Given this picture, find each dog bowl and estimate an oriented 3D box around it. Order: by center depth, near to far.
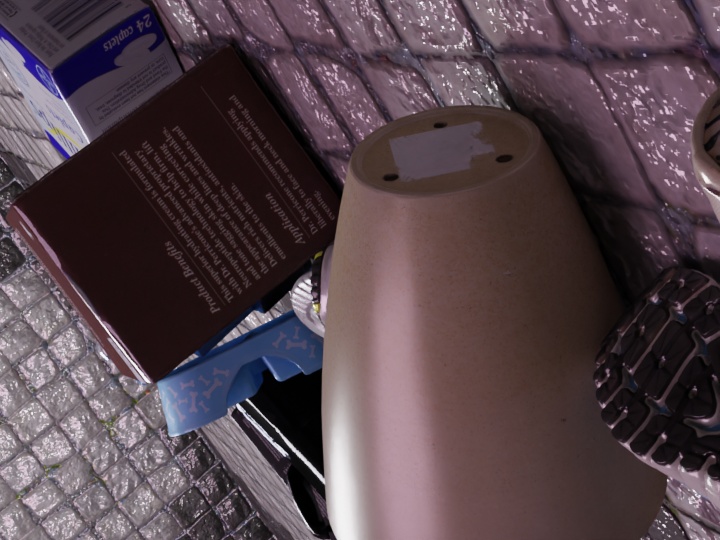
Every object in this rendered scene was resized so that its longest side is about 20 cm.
[{"bbox_3d":[-0.087,0.078,1.167,0.050,0.198,0.111,63,-178,-3],"label":"dog bowl"}]

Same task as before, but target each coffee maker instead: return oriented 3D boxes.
[{"bbox_3d":[-0.020,0.132,1.265,0.200,0.134,0.193,42,140,30],"label":"coffee maker"}]

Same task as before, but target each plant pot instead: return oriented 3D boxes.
[{"bbox_3d":[0.054,0.027,0.680,0.187,0.186,0.202,34,143,50],"label":"plant pot"}]

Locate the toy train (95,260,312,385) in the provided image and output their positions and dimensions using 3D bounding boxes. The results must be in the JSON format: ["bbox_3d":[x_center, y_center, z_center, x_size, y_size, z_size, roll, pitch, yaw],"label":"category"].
[{"bbox_3d":[-0.141,0.016,1.182,0.114,0.200,0.087,16,142,49],"label":"toy train"}]

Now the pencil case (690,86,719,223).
[{"bbox_3d":[0.178,0.020,0.412,0.201,0.089,0.078,56,-164,-28],"label":"pencil case"}]

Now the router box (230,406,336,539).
[{"bbox_3d":[-0.031,0.208,1.441,0.200,0.062,0.150,47,-170,21],"label":"router box"}]

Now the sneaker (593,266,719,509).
[{"bbox_3d":[0.174,0.078,0.575,0.090,0.079,0.200,29,-161,-39],"label":"sneaker"}]

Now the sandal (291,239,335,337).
[{"bbox_3d":[0.006,0.005,0.997,0.082,0.050,0.203,37,153,-2],"label":"sandal"}]

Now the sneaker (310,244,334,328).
[{"bbox_3d":[0.044,0.050,0.919,0.076,0.076,0.200,-12,143,30],"label":"sneaker"}]

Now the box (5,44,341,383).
[{"bbox_3d":[-0.143,-0.040,1.037,0.167,0.199,0.164,54,166,-9],"label":"box"}]

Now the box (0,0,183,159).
[{"bbox_3d":[-0.237,-0.169,1.208,0.184,0.105,0.201,40,162,40],"label":"box"}]
